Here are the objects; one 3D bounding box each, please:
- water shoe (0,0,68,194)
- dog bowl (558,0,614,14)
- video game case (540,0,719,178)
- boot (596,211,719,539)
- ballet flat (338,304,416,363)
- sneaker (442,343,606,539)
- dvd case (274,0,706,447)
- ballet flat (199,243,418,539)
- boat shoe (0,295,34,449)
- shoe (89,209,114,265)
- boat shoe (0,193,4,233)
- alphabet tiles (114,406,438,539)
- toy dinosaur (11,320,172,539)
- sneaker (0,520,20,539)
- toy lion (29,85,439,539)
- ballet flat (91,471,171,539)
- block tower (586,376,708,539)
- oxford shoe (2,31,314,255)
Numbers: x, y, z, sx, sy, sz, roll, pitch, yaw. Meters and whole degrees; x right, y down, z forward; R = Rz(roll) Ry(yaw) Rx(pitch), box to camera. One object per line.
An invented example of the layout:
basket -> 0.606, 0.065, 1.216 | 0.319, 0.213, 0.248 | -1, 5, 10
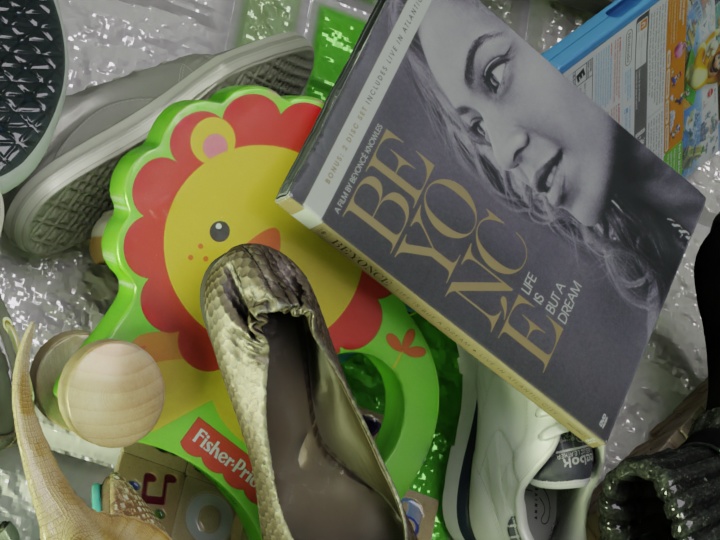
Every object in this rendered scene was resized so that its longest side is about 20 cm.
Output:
water shoe -> -0.181, -0.112, 1.086 | 0.071, 0.079, 0.201 | 10, 60, -22
dog bowl -> 0.142, -0.234, 1.302 | 0.199, 0.059, 0.201 | 9, 64, -19
video game case -> 0.161, -0.099, 1.230 | 0.018, 0.143, 0.200 | 28, 50, 33
boot -> 0.175, 0.076, 1.125 | 0.157, 0.079, 0.212 | -12, 78, -31
ballet flat -> 0.000, 0.000, 1.143 | 0.200, 0.067, 0.067 | -25, 50, -21
sneaker -> 0.090, 0.051, 1.116 | 0.076, 0.080, 0.201 | -5, 100, -23
dvd case -> 0.067, -0.034, 1.074 | 0.200, 0.016, 0.149 | 37, 60, -20
ballet flat -> -0.017, 0.082, 1.009 | 0.067, 0.046, 0.201 | -23, 99, -24
boat shoe -> -0.207, -0.005, 1.042 | 0.060, 0.072, 0.202 | 4, 55, -55
shoe -> -0.054, -0.044, 1.130 | 0.200, 0.070, 0.054 | -18, 91, -40
boat shoe -> -0.232, 0.027, 0.966 | 0.200, 0.057, 0.067 | -43, 70, -2
alphabet tiles -> -0.047, 0.145, 1.097 | 0.166, 0.006, 0.201 | 22, 62, -18
toy dinosaur -> -0.118, 0.130, 0.969 | 0.101, 0.058, 0.200 | -36, 90, -42
sneaker -> -0.182, 0.201, 0.966 | 0.089, 0.074, 0.200 | 48, 54, -7
toy lion -> -0.041, 0.024, 1.053 | 0.200, 0.069, 0.192 | 41, 79, -19
ballet flat -> -0.082, 0.187, 1.015 | 0.065, 0.071, 0.201 | -5, 79, 1
block tower -> 0.180, 0.098, 1.200 | 0.200, 0.058, 0.054 | -40, 92, -34
oxford shoe -> -0.103, -0.074, 1.123 | 0.200, 0.075, 0.058 | -31, 59, -33
